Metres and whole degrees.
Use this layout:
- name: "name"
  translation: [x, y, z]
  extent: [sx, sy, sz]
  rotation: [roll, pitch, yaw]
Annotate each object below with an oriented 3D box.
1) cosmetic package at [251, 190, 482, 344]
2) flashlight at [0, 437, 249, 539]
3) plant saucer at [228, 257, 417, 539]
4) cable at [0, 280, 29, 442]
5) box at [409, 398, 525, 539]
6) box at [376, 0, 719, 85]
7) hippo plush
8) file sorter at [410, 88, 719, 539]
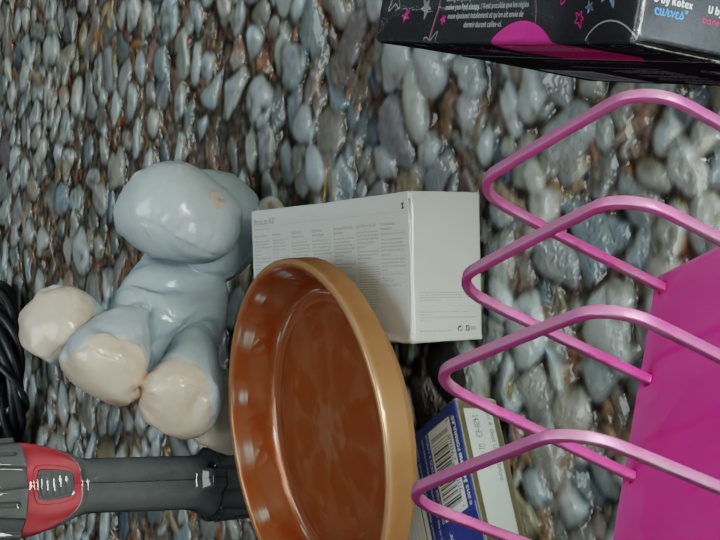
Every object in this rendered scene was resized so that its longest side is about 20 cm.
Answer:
- name: "cosmetic package"
  translation: [0.000, 0.000, 1.058]
  extent: [0.200, 0.050, 0.083]
  rotation: [-2, 91, 62]
- name: "flashlight"
  translation: [-0.159, 0.142, 1.189]
  extent: [0.068, 0.199, 0.068]
  rotation: [56, 136, 46]
- name: "plant saucer"
  translation: [-0.020, 0.092, 1.024]
  extent: [0.200, 0.032, 0.202]
  rotation: [19, 111, 60]
- name: "cable"
  translation: [-0.341, 0.091, 1.704]
  extent: [0.200, 0.050, 0.165]
  rotation: [0, 84, 64]
- name: "box"
  translation: [0.029, 0.166, 1.014]
  extent: [0.200, 0.032, 0.122]
  rotation: [-45, 50, 51]
- name: "box"
  translation: [0.115, -0.143, 0.770]
  extent: [0.200, 0.131, 0.116]
  rotation: [15, 97, 61]
- name: "hippo plush"
  translation: [-0.105, 0.017, 1.194]
  extent: [0.159, 0.200, 0.162]
  rotation: [29, 91, 25]
- name: "file sorter"
  translation: [0.105, 0.052, 0.716]
  extent: [0.139, 0.125, 0.201]
  rotation: [-31, 40, 56]
